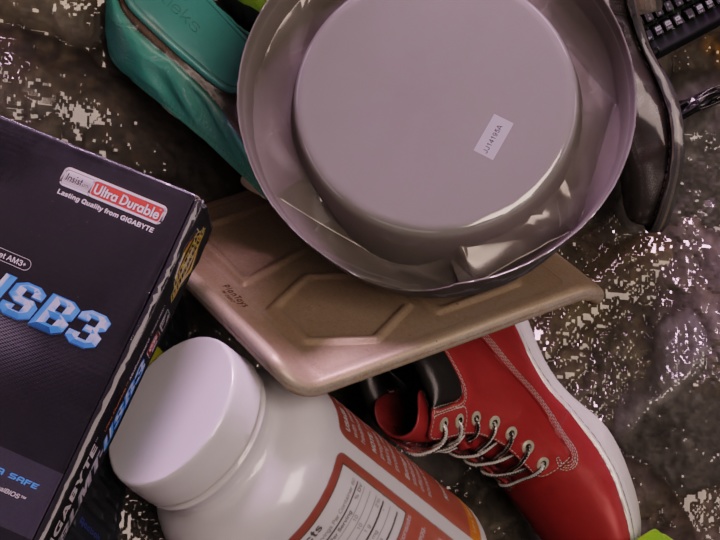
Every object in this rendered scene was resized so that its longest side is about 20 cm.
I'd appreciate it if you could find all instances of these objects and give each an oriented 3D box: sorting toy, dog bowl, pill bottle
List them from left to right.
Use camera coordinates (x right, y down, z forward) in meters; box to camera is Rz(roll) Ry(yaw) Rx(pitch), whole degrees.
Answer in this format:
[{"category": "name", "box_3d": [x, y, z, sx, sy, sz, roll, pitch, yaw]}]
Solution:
[{"category": "pill bottle", "box_3d": [-0.032, 0.121, 1.192, 0.200, 0.112, 0.113, 41, 68, -35]}, {"category": "sorting toy", "box_3d": [0.000, 0.000, 1.225, 0.199, 0.185, 0.037, -14, 124, -28]}, {"category": "dog bowl", "box_3d": [0.039, -0.078, 1.169, 0.198, 0.059, 0.202, -1, 72, 3]}]

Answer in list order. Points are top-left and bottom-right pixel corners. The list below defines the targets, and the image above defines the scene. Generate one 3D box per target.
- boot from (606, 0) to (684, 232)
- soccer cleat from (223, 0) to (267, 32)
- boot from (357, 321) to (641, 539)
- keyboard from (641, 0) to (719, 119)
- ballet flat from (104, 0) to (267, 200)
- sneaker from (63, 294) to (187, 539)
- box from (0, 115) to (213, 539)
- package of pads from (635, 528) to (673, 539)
[{"category": "boot", "box_3d": [0.088, -0.108, 1.319, 0.173, 0.069, 0.202, -11, 98, -4]}, {"category": "soccer cleat", "box_3d": [0.003, -0.101, 1.260, 0.199, 0.081, 0.067, 30, 39, 17]}, {"category": "boot", "box_3d": [0.071, 0.100, 1.259, 0.201, 0.072, 0.144, 58, 31, -3]}, {"category": "keyboard", "box_3d": [0.168, -0.136, 1.394, 0.199, 0.021, 0.128, -28, 97, -25]}, {"category": "ballet flat", "box_3d": [-0.059, -0.083, 1.240, 0.200, 0.070, 0.067, 43, 63, 2]}, {"category": "sneaker", "box_3d": [-0.150, 0.080, 1.194, 0.066, 0.078, 0.201, 57, 41, -44]}, {"category": "box", "box_3d": [-0.201, 0.022, 1.134, 0.199, 0.050, 0.200, 23, 75, 10]}, {"category": "package of pads", "box_3d": [0.111, 0.256, 1.264, 0.199, 0.068, 0.155, -27, 130, -25]}]
